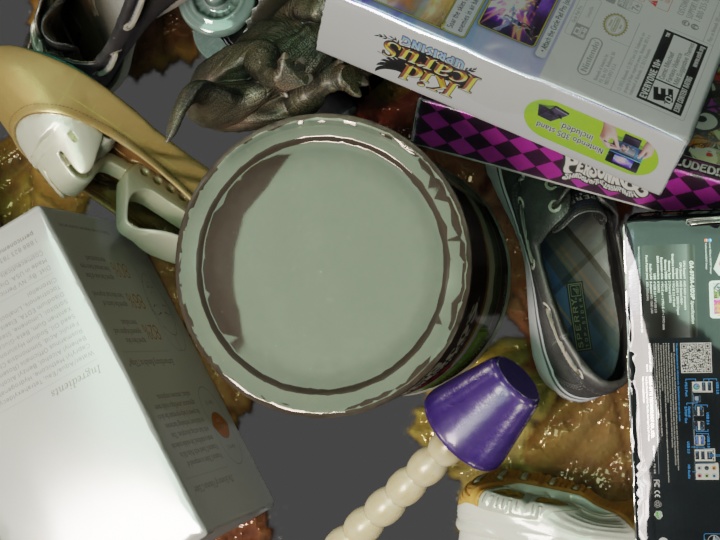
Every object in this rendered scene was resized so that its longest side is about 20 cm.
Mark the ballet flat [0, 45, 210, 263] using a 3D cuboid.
[{"bbox_3d":[-0.139,-0.057,0.896,0.200,0.063,0.069,32,136,-17],"label":"ballet flat"}]

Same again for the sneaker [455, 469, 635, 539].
[{"bbox_3d":[0.149,0.173,0.868,0.200,0.076,0.088,10,102,28],"label":"sneaker"}]

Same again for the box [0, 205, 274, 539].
[{"bbox_3d":[-0.155,0.078,0.891,0.106,0.152,0.200,-29,82,8],"label":"box"}]

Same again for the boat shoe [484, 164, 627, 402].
[{"bbox_3d":[0.117,-0.025,0.874,0.070,0.066,0.200,-6,88,-16],"label":"boat shoe"}]

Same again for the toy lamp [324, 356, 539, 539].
[{"bbox_3d":[0.022,0.125,0.879,0.058,0.058,0.200,47,110,9],"label":"toy lamp"}]

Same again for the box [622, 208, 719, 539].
[{"bbox_3d":[0.209,0.069,0.735,0.159,0.046,0.200,-2,95,16],"label":"box"}]

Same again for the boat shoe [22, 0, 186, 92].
[{"bbox_3d":[-0.157,-0.144,0.895,0.200,0.060,0.074,-25,95,49],"label":"boat shoe"}]

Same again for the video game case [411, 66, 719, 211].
[{"bbox_3d":[0.149,-0.104,0.838,0.200,0.181,0.036,17,133,12],"label":"video game case"}]

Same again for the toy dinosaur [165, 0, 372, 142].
[{"bbox_3d":[-0.043,-0.103,0.797,0.102,0.200,0.077,-13,124,43],"label":"toy dinosaur"}]

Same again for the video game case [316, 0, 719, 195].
[{"bbox_3d":[0.099,-0.152,0.775,0.181,0.045,0.200,24,55,5],"label":"video game case"}]

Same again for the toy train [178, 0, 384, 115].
[{"bbox_3d":[-0.055,-0.173,0.921,0.114,0.085,0.200,-40,79,-5],"label":"toy train"}]

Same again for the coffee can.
[{"bbox_3d":[0.000,0.000,0.839,0.146,0.200,0.147,0,88,11],"label":"coffee can"}]
